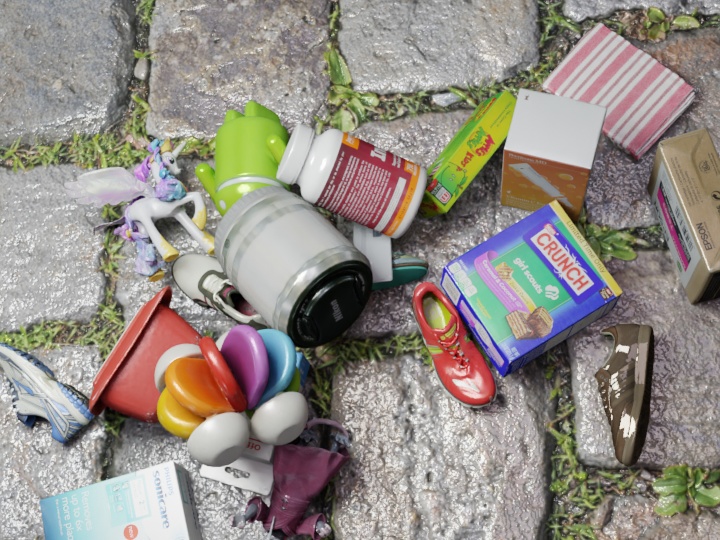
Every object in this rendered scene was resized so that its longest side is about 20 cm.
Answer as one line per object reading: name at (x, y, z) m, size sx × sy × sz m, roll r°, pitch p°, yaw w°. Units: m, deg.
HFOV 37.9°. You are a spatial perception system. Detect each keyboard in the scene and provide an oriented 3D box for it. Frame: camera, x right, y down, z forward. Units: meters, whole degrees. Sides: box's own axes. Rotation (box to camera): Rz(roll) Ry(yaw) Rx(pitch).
keyboard at (0.017, -0.055, 1.558) m, size 0.056 × 0.011 × 0.201 m, roll -2°, pitch 46°, yaw 2°

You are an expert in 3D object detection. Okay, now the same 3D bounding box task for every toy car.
toy car at (-0.163, 0.138, 1.354) m, size 0.198 × 0.151 × 0.175 m, roll -15°, pitch 50°, yaw -30°

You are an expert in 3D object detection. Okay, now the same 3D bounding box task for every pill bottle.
pill bottle at (-0.014, -0.133, 1.504) m, size 0.198 × 0.113 × 0.114 m, roll 22°, pitch 74°, yaw -11°

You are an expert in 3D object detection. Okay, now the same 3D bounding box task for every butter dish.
butter dish at (-0.279, 0.145, 1.487) m, size 0.147 × 0.199 × 0.201 m, roll 32°, pitch 77°, yaw -3°

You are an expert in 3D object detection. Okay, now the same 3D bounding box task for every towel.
towel at (0.398, -0.278, 1.626) m, size 0.200 × 0.030 × 0.146 m, roll 42°, pitch 81°, yaw 19°

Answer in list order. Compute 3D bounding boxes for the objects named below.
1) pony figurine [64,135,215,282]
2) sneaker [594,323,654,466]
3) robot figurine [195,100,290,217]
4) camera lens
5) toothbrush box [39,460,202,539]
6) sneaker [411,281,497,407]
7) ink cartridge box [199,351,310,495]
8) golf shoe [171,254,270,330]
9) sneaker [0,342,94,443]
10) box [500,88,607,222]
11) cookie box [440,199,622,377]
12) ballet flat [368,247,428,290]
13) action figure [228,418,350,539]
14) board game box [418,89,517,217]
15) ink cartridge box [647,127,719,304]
pony figurine at (-0.320, -0.090, 1.571) m, size 0.192 × 0.167 × 0.201 m, roll -25°, pitch 70°, yaw -6°
sneaker at (0.364, 0.172, 1.467) m, size 0.075 × 0.070 × 0.202 m, roll 3°, pitch 67°, yaw 27°
robot figurine at (-0.164, -0.152, 1.596) m, size 0.174 × 0.115 × 0.202 m, roll -15°, pitch 66°, yaw 32°
camera lens at (-0.092, -0.004, 1.457) m, size 0.160 × 0.160 × 0.200 m, roll -42°, pitch 57°, yaw -8°
toothbrush box at (-0.328, 0.367, 1.459) m, size 0.198 × 0.085 × 0.148 m, roll -15°, pitch 70°, yaw 0°
sneaker at (0.126, 0.105, 1.495) m, size 0.077 × 0.085 × 0.201 m, roll -30°, pitch 71°, yaw -3°
ink cartridge box at (-0.158, 0.206, 1.502) m, size 0.115 × 0.068 × 0.202 m, roll 13°, pitch 74°, yaw 11°
golf shoe at (-0.202, 0.026, 1.558) m, size 0.199 × 0.088 × 0.078 m, roll 30°, pitch 79°, yaw 16°
sneaker at (-0.488, 0.180, 1.546) m, size 0.199 × 0.077 × 0.086 m, roll 34°, pitch 82°, yaw 16°
box at (0.273, -0.161, 1.507) m, size 0.123 × 0.200 × 0.098 m, roll 14°, pitch 73°, yaw 11°
cookie box at (0.242, 0.024, 1.500) m, size 0.199 × 0.075 × 0.172 m, roll -30°, pitch 72°, yaw -13°
ballet flat at (0.000, 0.000, 1.555) m, size 0.198 × 0.074 × 0.075 m, roll -17°, pitch 70°, yaw -1°
action figure at (-0.101, 0.307, 1.448) m, size 0.133 × 0.149 × 0.202 m, roll 22°, pitch 101°, yaw -8°
board game box at (0.156, -0.173, 1.572) m, size 0.048 × 0.102 × 0.201 m, roll 40°, pitch 79°, yaw -10°
ink cartridge box at (0.475, -0.072, 1.473) m, size 0.074 × 0.165 × 0.202 m, roll -16°, pitch 70°, yaw 3°
